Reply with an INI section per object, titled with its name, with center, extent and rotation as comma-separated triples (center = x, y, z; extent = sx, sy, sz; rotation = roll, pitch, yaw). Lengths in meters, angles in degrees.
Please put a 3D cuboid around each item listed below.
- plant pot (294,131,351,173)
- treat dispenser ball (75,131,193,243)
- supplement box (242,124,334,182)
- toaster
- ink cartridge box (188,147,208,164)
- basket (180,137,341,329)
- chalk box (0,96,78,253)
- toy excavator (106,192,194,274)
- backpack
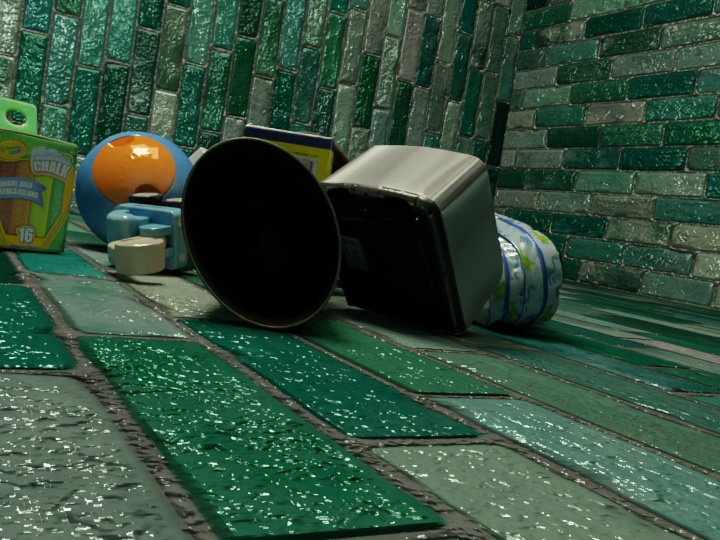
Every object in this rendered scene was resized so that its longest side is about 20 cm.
[plant pot]
center = -0.128, -0.085, 1.114
extent = 0.200, 0.201, 0.198
rotation = 5, -12, -44
[treat dispenser ball]
center = -0.370, -0.130, 1.235
extent = 0.200, 0.202, 0.201
rotation = 9, 4, -1
[supplement box]
center = -0.100, -0.069, 0.922
extent = 0.109, 0.201, 0.109
rotation = 8, 3, -2
[toaster]
center = 0.051, -0.045, 0.850
extent = 0.181, 0.200, 0.119
rotation = 12, 42, 39
[ink cartridge box]
center = -0.324, -0.131, 1.403
extent = 0.086, 0.200, 0.148
rotation = 52, 9, 7
[basket]
center = -0.096, -0.028, 0.763
extent = 0.136, 0.181, 0.200
rotation = -25, -2, -5
[chalk box]
center = -0.480, -0.134, 1.017
extent = 0.124, 0.201, 0.124
rotation = 11, 5, 37
[toy excavator]
center = -0.285, -0.035, 0.961
extent = 0.194, 0.100, 0.200
rotation = 9, 16, 29
[backpack]
center = 0.184, 0.005, 0.993
extent = 0.153, 0.164, 0.200
rotation = -5, 18, -37
